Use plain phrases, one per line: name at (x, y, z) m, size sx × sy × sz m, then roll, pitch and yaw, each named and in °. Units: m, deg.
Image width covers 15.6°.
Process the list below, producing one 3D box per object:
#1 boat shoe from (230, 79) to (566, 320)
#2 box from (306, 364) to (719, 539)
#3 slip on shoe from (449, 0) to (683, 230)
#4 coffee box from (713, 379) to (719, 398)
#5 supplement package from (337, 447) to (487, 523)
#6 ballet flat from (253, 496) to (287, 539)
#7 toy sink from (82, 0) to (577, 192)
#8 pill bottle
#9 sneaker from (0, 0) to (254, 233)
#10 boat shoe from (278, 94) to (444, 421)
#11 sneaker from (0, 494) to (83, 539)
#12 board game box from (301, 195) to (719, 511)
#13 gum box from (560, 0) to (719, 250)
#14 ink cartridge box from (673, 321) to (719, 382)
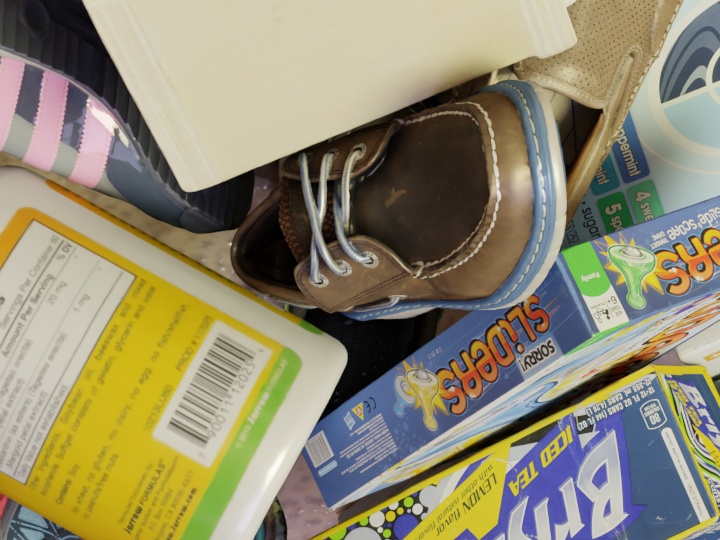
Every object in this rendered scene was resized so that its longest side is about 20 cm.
boat shoe at (0.009, -0.015, 0.921) m, size 0.072 × 0.073 × 0.200 m, roll -4°, pitch 168°, yaw -21°
box at (0.062, 0.111, 1.082) m, size 0.200 × 0.070 × 0.064 m, roll -29°, pitch 165°, yaw 24°
slip on shoe at (0.073, -0.080, 0.965) m, size 0.076 × 0.061 × 0.201 m, roll 21°, pitch 110°, yaw -15°
coffee box at (0.206, 0.121, 1.167) m, size 0.044 × 0.123 × 0.200 m, roll -26°, pitch 159°, yaw 8°
supplement package at (0.089, 0.175, 1.170) m, size 0.121 × 0.200 × 0.120 m, roll -36°, pitch 132°, yaw 19°
ballet flat at (-0.076, 0.160, 1.210) m, size 0.074 × 0.074 × 0.200 m, roll 16°, pitch 128°, yaw -30°
toy sink at (0.004, -0.134, 0.896) m, size 0.199 × 0.131 × 0.112 m, roll -23°, pitch 135°, yaw 3°
pill bottle at (-0.115, 0.030, 0.984) m, size 0.199 × 0.111 × 0.111 m, roll 29°, pitch 125°, yaw 1°
sneaker at (-0.121, -0.069, 0.977) m, size 0.082 × 0.070 × 0.200 m, roll -16°, pitch 143°, yaw 32°
boat shoe at (0.003, 0.000, 1.072) m, size 0.072 × 0.060 × 0.202 m, roll -4°, pitch 134°, yaw -12°
sneaker at (-0.107, 0.101, 1.110) m, size 0.079 × 0.096 × 0.200 m, roll 6°, pitch 131°, yaw -22°
board game box at (0.078, 0.027, 1.012) m, size 0.135 × 0.035 × 0.200 m, roll -19°, pitch 169°, yaw -34°
gum box at (0.161, -0.072, 1.066) m, size 0.199 × 0.045 × 0.170 m, roll -22°, pitch 135°, yaw 3°
ink cartridge box at (0.199, 0.025, 1.145) m, size 0.094 × 0.037 × 0.200 m, roll -26°, pitch 157°, yaw 14°
